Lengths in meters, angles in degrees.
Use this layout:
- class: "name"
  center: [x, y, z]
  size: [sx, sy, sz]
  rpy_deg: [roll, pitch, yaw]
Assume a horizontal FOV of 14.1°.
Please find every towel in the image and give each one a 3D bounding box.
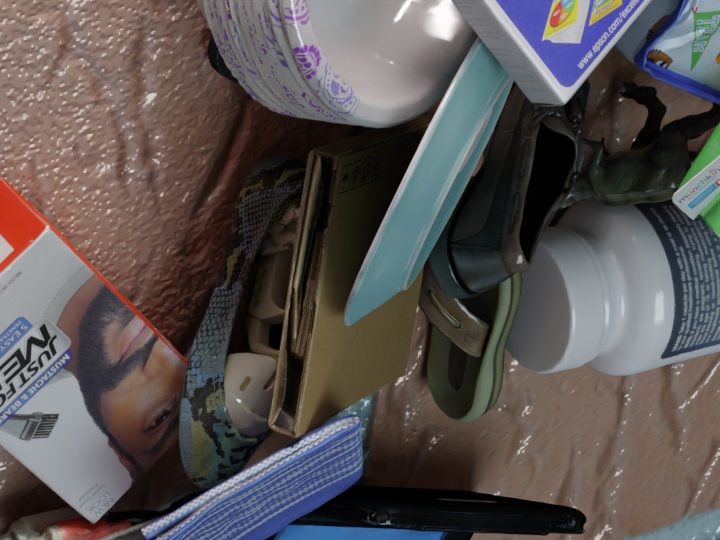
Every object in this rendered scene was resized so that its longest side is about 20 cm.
- class: "towel"
  center: [-0.059, 0.140, 1.726]
  size: [0.144, 0.024, 0.200]
  rpy_deg: [-30, 170, -5]

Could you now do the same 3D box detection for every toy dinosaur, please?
- class: "toy dinosaur"
  center: [0.194, -0.078, 1.834]
  size: [0.047, 0.199, 0.089]
  rpy_deg: [47, 49, -61]

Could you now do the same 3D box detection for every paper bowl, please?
- class: "paper bowl"
  center: [-0.017, -0.181, 1.563]
  size: [0.200, 0.104, 0.202]
  rpy_deg: [-17, 111, -53]

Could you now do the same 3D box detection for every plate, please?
- class: "plate"
  center: [0.046, -0.054, 1.625]
  size: [0.201, 0.025, 0.200]
  rpy_deg: [-62, 175, -10]

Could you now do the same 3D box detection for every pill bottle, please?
- class: "pill bottle"
  center: [0.189, 0.003, 1.893]
  size: [0.199, 0.120, 0.120]
  rpy_deg: [-12, 128, -32]

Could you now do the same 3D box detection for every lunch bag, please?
- class: "lunch bag"
  center: [0.208, -0.178, 1.733]
  size: [0.199, 0.170, 0.124]
  rpy_deg: [21, 112, -45]

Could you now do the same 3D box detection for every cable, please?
- class: "cable"
  center: [-0.132, 0.149, 1.780]
  size: [0.199, 0.097, 0.051]
  rpy_deg: [-21, 92, -34]

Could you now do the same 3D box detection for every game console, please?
- class: "game console"
  center: [0.021, 0.202, 1.920]
  size: [0.199, 0.175, 0.117]
  rpy_deg: [6, 89, -42]

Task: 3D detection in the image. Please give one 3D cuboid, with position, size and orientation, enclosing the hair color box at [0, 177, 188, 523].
- class: "hair color box"
  center: [-0.179, 0.049, 1.673]
  size: [0.111, 0.064, 0.200]
  rpy_deg: [-45, 139, -2]

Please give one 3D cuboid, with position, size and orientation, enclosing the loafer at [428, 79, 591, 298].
- class: "loafer"
  center: [0.106, -0.057, 1.750]
  size: [0.072, 0.063, 0.200]
  rpy_deg: [58, 42, -29]

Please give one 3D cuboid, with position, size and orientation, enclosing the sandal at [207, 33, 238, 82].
- class: "sandal"
  center: [0.005, -0.150, 1.679]
  size: [0.199, 0.048, 0.076]
  rpy_deg: [-17, 131, -28]

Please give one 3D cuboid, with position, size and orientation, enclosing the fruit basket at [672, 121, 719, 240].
- class: "fruit basket"
  center: [0.288, -0.080, 1.698]
  size: [0.200, 0.094, 0.185]
  rpy_deg: [-48, 143, 7]

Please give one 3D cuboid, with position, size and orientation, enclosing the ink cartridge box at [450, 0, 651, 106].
- class: "ink cartridge box"
  center: [0.101, -0.226, 1.546]
  size: [0.198, 0.047, 0.200]
  rpy_deg: [-49, 113, -20]

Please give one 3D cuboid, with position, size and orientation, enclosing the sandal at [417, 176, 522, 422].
- class: "sandal"
  center: [0.058, 0.020, 1.832]
  size: [0.057, 0.080, 0.202]
  rpy_deg: [-16, 131, -23]

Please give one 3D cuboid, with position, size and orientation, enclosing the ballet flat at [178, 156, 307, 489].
- class: "ballet flat"
  center: [-0.056, 0.032, 1.699]
  size: [0.074, 0.074, 0.201]
  rpy_deg: [14, 86, -44]

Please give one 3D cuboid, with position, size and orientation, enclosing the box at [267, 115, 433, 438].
- class: "box"
  center: [0.000, 0.000, 1.703]
  size: [0.200, 0.021, 0.165]
  rpy_deg: [-25, 126, -70]
